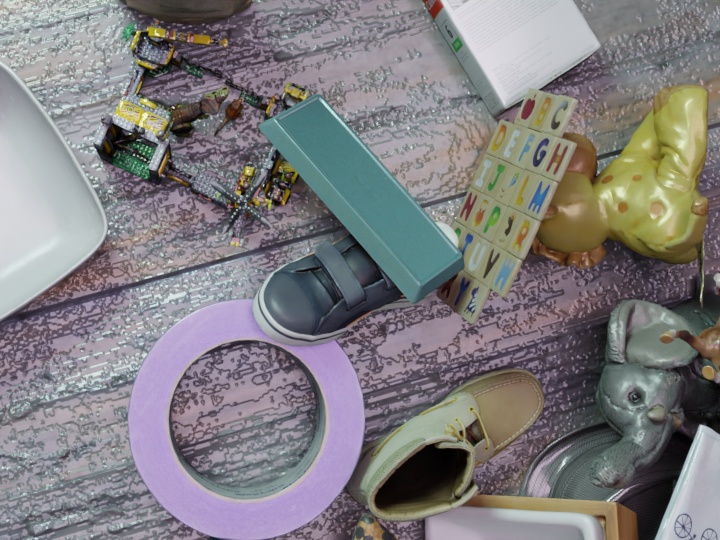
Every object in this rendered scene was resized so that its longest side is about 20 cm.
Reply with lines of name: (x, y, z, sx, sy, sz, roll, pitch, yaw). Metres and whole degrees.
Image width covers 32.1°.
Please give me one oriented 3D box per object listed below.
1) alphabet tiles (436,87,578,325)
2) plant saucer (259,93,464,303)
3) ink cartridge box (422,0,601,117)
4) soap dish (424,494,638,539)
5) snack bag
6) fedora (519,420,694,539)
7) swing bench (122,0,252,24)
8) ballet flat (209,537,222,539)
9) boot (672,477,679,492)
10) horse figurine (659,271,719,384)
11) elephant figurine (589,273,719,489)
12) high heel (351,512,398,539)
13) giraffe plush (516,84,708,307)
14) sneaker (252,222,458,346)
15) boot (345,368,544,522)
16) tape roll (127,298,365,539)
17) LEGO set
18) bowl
alphabet tiles: (0.121, -0.057, 1.061, 0.006, 0.166, 0.201, 22, 97, -17)
plant saucer: (0.004, -0.065, 1.038, 0.070, 0.019, 0.200, -33, 76, -37)
ink cartridge box: (0.119, -0.255, 1.142, 0.108, 0.050, 0.201, -32, 90, -8)
soap dish: (0.147, 0.268, 1.053, 0.081, 0.199, 0.159, 1, 84, -44)
snack bag: (0.313, 0.251, 1.003, 0.199, 0.021, 0.190, 30, 76, -19)
fedora: (0.247, 0.222, 1.110, 0.198, 0.090, 0.179, -1, 87, -7)
swing bench: (-0.118, -0.309, 1.038, 0.129, 0.199, 0.201, 28, 84, -5)
ballet flat: (-0.059, 0.284, 1.044, 0.070, 0.199, 0.066, -17, 119, -43)
boot: (0.333, 0.259, 1.060, 0.198, 0.069, 0.176, -1, 88, -25)
horse figurine: (0.308, 0.099, 0.993, 0.050, 0.132, 0.201, -33, 80, 36)
elephant figurine: (0.261, 0.092, 1.091, 0.198, 0.155, 0.143, -9, 97, -13)
high heel: (0.041, 0.309, 1.026, 0.071, 0.143, 0.202, -16, 109, -11)
giraffe plush: (0.216, -0.062, 1.092, 0.160, 0.173, 0.201, 2, 54, 12)
sneaker: (0.000, 0.000, 1.052, 0.199, 0.080, 0.079, -19, 66, -41)
boot: (0.084, 0.148, 1.061, 0.199, 0.155, 0.073, -26, 90, -8)
tape roll: (-0.098, 0.126, 1.075, 0.198, 0.085, 0.202, 0, 87, -7)
LEGO set: (-0.136, -0.126, 1.066, 0.199, 0.116, 0.155, 33, 83, -5)
bowl: (-0.333, -0.055, 1.059, 0.199, 0.075, 0.201, -34, 92, -8)
